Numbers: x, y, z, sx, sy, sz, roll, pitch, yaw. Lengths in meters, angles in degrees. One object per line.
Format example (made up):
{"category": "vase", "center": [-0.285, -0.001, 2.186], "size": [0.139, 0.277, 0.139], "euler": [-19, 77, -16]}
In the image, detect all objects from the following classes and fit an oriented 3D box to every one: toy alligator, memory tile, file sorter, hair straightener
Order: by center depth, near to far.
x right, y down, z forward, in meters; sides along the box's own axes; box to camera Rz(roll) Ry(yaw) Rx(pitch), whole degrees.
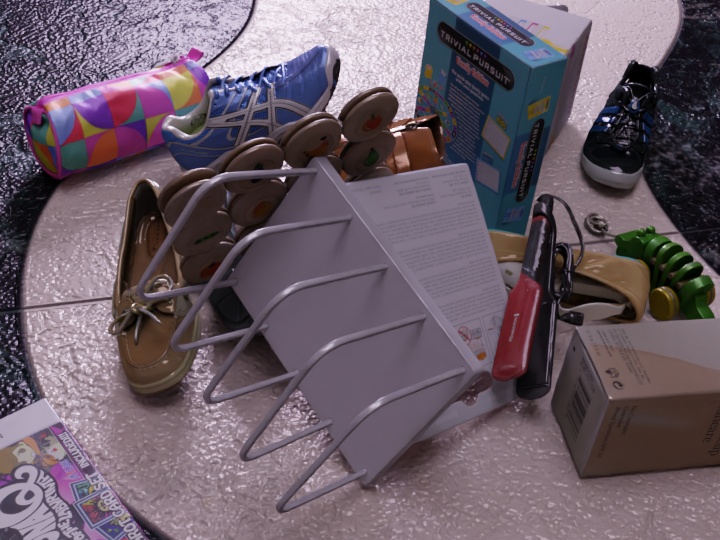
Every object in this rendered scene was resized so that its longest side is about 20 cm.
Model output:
{"category": "file sorter", "center": [-0.043, 0.045, 0.696], "size": [0.123, 0.139, 0.201], "euler": [-12, 59, -51]}
{"category": "memory tile", "center": [-0.057, -0.061, 0.770], "size": [0.197, 0.154, 0.017], "euler": [-26, 66, -14]}
{"category": "hair straightener", "center": [0.157, 0.020, 0.847], "size": [0.040, 0.077, 0.203], "euler": [-19, 45, 39]}
{"category": "toy alligator", "center": [0.280, -0.014, 0.949], "size": [0.058, 0.055, 0.201], "euler": [-13, 44, -23]}

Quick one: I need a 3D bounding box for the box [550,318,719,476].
{"category": "box", "center": [0.262, 0.097, 0.786], "size": [0.195, 0.096, 0.078], "euler": [-3, 41, -11]}

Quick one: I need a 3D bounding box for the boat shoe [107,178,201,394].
{"category": "boat shoe", "center": [-0.176, 0.011, 0.823], "size": [0.072, 0.063, 0.202], "euler": [-18, 46, 4]}

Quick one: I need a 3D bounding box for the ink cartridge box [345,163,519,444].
{"category": "ink cartridge box", "center": [0.051, 0.022, 0.801], "size": [0.158, 0.047, 0.204], "euler": [-13, 86, -43]}

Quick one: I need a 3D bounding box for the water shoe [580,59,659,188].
{"category": "water shoe", "center": [0.294, -0.170, 1.117], "size": [0.070, 0.080, 0.201], "euler": [15, 40, 10]}

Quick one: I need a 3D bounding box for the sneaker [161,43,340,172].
{"category": "sneaker", "center": [-0.106, -0.158, 0.966], "size": [0.198, 0.077, 0.076], "euler": [-35, 40, 11]}

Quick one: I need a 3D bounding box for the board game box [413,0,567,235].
{"category": "board game box", "center": [0.115, -0.145, 0.964], "size": [0.046, 0.203, 0.151], "euler": [-19, 46, -29]}

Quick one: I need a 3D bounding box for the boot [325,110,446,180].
{"category": "boot", "center": [0.004, -0.127, 0.967], "size": [0.153, 0.077, 0.202], "euler": [-23, 33, 13]}

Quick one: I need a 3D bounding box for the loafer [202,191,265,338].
{"category": "loafer", "center": [-0.113, -0.010, 0.890], "size": [0.063, 0.072, 0.201], "euler": [31, 21, -43]}

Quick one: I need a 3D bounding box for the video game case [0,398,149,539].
{"category": "video game case", "center": [-0.239, 0.192, 0.641], "size": [0.179, 0.036, 0.200], "euler": [-25, 50, -31]}

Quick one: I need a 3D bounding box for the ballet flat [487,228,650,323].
{"category": "ballet flat", "center": [0.167, 0.008, 0.901], "size": [0.195, 0.069, 0.064], "euler": [8, 54, 3]}

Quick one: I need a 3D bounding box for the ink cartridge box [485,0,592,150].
{"category": "ink cartridge box", "center": [0.168, -0.211, 1.109], "size": [0.123, 0.130, 0.200], "euler": [21, 41, 17]}

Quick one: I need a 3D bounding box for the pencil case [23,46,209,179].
{"category": "pencil case", "center": [-0.244, -0.163, 1.024], "size": [0.198, 0.090, 0.088], "euler": [-29, 51, -34]}
